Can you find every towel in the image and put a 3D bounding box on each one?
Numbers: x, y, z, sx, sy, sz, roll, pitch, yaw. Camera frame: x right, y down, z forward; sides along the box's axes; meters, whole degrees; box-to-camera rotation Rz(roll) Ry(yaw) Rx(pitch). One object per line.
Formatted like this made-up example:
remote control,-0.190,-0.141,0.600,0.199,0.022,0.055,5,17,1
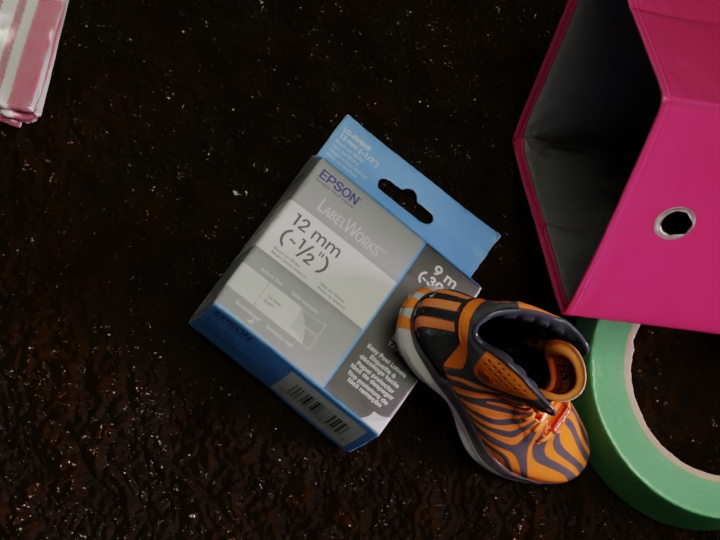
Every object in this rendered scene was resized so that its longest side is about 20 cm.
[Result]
towel,-0.294,-0.189,1.697,0.200,0.030,0.147,17,69,-15

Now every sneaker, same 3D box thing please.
sneaker,0.114,0.086,1.686,0.200,0.112,0.078,43,67,-37

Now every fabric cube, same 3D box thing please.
fabric cube,0.240,-0.087,1.732,0.199,0.196,0.200,8,40,-17

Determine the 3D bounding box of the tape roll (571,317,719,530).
tape roll,0.244,0.082,1.804,0.200,0.048,0.201,6,73,-19

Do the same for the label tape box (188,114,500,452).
label tape box,0.000,0.000,1.730,0.143,0.066,0.200,39,67,-6
